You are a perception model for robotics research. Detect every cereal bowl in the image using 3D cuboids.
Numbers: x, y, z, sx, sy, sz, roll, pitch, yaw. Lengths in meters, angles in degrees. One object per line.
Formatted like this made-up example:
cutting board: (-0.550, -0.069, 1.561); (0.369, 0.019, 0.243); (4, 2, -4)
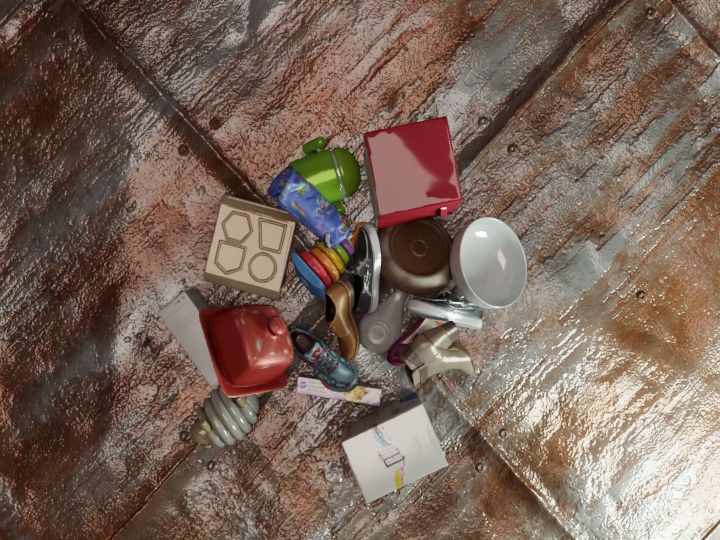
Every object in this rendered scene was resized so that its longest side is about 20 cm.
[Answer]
cereal bowl: (0.274, -0.011, 1.571); (0.196, 0.083, 0.206); (8, 75, -30)

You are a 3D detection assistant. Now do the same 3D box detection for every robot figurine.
robot figurine: (-0.087, -0.203, 1.567); (0.195, 0.116, 0.180); (-18, 96, -1)

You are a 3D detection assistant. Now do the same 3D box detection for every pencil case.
pencil case: (-0.106, -0.127, 1.488); (0.077, 0.088, 0.200); (-29, 120, 34)

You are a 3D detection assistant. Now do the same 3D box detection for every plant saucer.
plant saucer: (0.127, -0.046, 1.569); (0.195, 0.037, 0.205); (5, 66, -11)

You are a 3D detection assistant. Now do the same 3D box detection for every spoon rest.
spoon rest: (0.067, 0.098, 1.607); (0.098, 0.061, 0.202); (32, 103, 1)

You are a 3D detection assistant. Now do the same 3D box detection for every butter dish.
butter dish: (-0.215, 0.145, 1.496); (0.147, 0.197, 0.204); (-33, 70, 33)

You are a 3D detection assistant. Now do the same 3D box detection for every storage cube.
storage cube: (0.104, -0.204, 1.491); (0.175, 0.171, 0.206); (-11, 86, -1)

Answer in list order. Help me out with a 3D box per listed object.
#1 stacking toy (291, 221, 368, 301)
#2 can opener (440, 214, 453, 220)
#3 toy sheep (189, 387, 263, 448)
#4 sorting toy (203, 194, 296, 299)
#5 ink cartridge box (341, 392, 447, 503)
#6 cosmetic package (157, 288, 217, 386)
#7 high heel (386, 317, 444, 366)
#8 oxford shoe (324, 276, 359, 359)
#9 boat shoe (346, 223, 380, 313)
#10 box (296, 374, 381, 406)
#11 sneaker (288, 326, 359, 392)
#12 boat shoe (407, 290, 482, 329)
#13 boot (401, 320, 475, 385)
stacking toy: (-0.054, -0.040, 1.585); (0.200, 0.110, 0.116); (-43, 76, -12)
can opener: (0.125, -0.166, 1.607); (0.195, 0.067, 0.053); (15, 133, 0)
toy sheep: (-0.291, 0.316, 1.559); (0.197, 0.138, 0.140); (-30, 90, -6)
sorting toy: (-0.251, -0.053, 1.609); (0.180, 0.036, 0.205); (14, 94, -1)
ink cartridge box: (0.070, 0.388, 1.554); (0.196, 0.147, 0.148); (-24, 91, 0)
cosmetic package: (-0.350, 0.145, 1.569); (0.084, 0.108, 0.202); (-35, 89, 1)
high heel: (0.141, 0.144, 1.614); (0.067, 0.096, 0.200); (46, 69, -11)
oxford shoe: (-0.049, 0.118, 1.560); (0.071, 0.070, 0.204); (-31, 124, -35)
boat shoe: (0.000, 0.000, 1.551); (0.065, 0.070, 0.205); (-10, 113, -29)
box: (-0.048, 0.273, 1.606); (0.194, 0.041, 0.040); (9, 89, 0)
sneaker: (-0.091, 0.198, 1.554); (0.198, 0.096, 0.080); (35, 83, 18)
boat shoe: (0.190, 0.077, 1.553); (0.196, 0.071, 0.070); (15, 78, -24)
boot: (0.168, 0.202, 1.551); (0.145, 0.070, 0.202); (-36, 129, -8)
